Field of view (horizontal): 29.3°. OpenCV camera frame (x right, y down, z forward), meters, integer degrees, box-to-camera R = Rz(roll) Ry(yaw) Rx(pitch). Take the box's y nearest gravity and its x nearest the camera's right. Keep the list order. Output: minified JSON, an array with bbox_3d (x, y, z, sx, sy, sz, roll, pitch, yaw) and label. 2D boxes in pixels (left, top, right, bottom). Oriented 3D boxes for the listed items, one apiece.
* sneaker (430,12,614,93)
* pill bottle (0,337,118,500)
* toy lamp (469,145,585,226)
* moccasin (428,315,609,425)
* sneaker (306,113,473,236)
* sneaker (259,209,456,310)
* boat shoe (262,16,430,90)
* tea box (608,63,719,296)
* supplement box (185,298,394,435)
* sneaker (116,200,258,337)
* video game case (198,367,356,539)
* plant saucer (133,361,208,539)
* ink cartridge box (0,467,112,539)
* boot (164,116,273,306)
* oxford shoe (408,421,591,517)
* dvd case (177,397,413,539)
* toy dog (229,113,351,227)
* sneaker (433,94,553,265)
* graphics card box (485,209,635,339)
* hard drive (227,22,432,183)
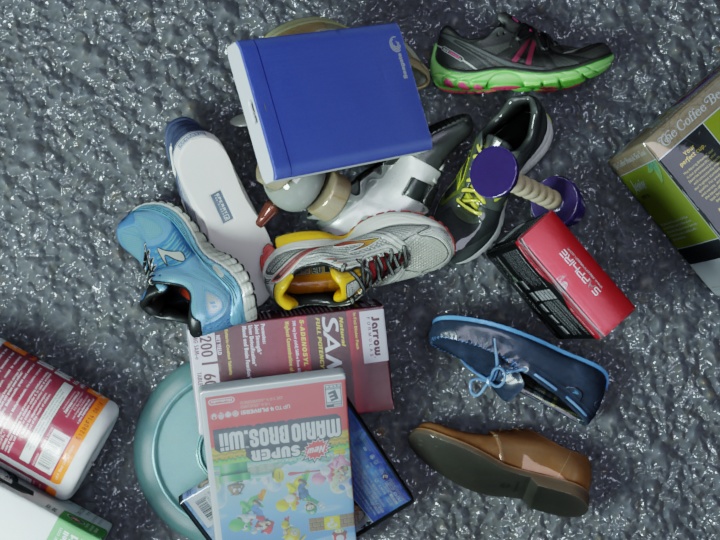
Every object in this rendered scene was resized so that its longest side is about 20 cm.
[{"bbox_3d":[0.173,-0.232,1.454,0.198,0.077,0.085,-1,90,-7],"label":"sneaker"},{"bbox_3d":[-0.349,0.134,1.362,0.199,0.110,0.110,30,84,-3],"label":"pill bottle"},{"bbox_3d":[0.175,-0.079,1.393,0.058,0.199,0.059,-7,78,32],"label":"toy lamp"},{"bbox_3d":[0.163,0.104,1.426,0.198,0.081,0.069,19,73,-3],"label":"moccasin"},{"bbox_3d":[0.048,-0.083,1.438,0.199,0.074,0.089,-37,97,4],"label":"sneaker"},{"bbox_3d":[0.000,0.000,1.382,0.198,0.082,0.078,-13,125,0],"label":"sneaker"},{"bbox_3d":[-0.018,-0.208,1.393,0.199,0.063,0.074,-1,123,-42],"label":"boat shoe"},{"bbox_3d":[0.407,-0.111,1.439,0.199,0.134,0.197,-39,91,-7],"label":"tea box"},{"bbox_3d":[-0.071,0.096,1.383,0.198,0.061,0.110,-7,96,-8],"label":"supplement box"},{"bbox_3d":[-0.189,-0.001,1.357,0.090,0.199,0.079,-30,134,-28],"label":"sneaker"},{"bbox_3d":[-0.079,0.196,1.348,0.141,0.017,0.202,-7,113,-7],"label":"video game case"},{"bbox_3d":[-0.136,0.186,1.421,0.198,0.027,0.203,0,87,-5],"label":"plant saucer"},{"bbox_3d":[-0.351,0.242,1.337,0.199,0.147,0.084,29,83,-4],"label":"ink cartridge box"},{"bbox_3d":[-0.145,-0.062,1.420,0.072,0.090,0.202,-21,117,-10],"label":"boot"},{"bbox_3d":[0.147,0.193,1.438,0.198,0.072,0.072,19,55,-3],"label":"oxford shoe"},{"bbox_3d":[-0.063,0.230,1.385,0.199,0.018,0.143,-31,114,4],"label":"dvd case"},{"bbox_3d":[-0.074,-0.115,1.395,0.132,0.200,0.096,44,116,-14],"label":"toy dog"},{"bbox_3d":[0.129,-0.101,1.429,0.074,0.085,0.201,27,78,20],"label":"sneaker"},{"bbox_3d":[0.195,0.009,1.378,0.051,0.200,0.126,-41,90,-6],"label":"graphics card box"},{"bbox_3d":[-0.026,-0.165,1.325,0.199,0.025,0.133,-15,87,-39],"label":"hard drive"}]
